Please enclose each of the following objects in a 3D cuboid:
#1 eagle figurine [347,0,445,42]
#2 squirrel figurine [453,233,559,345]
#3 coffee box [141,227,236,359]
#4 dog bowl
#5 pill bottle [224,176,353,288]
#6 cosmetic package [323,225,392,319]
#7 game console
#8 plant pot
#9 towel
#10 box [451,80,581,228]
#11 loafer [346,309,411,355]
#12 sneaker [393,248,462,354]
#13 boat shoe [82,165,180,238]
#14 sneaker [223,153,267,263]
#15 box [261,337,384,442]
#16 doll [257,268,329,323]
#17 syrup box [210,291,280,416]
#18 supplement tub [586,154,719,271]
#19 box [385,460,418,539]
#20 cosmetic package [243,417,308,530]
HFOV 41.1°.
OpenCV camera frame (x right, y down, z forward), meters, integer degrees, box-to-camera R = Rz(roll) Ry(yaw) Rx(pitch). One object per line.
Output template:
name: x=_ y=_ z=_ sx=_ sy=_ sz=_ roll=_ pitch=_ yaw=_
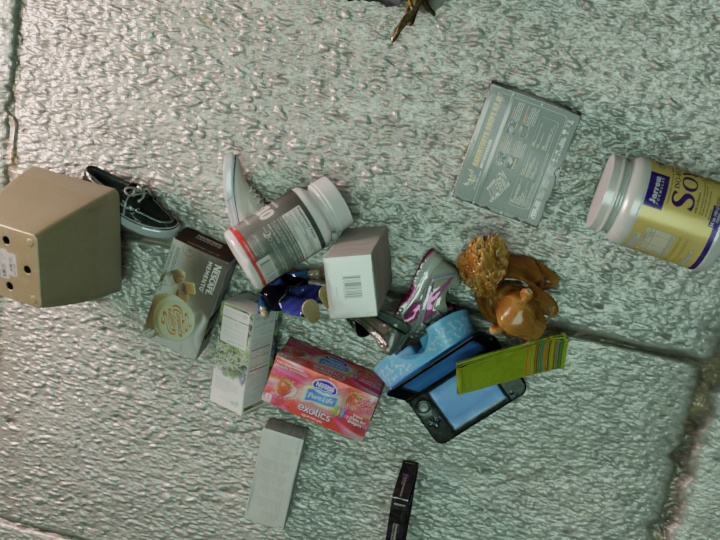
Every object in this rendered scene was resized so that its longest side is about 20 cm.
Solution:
eagle figurine: x=0.038 y=-0.484 z=1.518 sx=0.151 sy=0.152 sz=0.200 roll=-36 pitch=62 yaw=-21
squirrel figurine: x=0.233 y=0.037 z=1.583 sx=0.200 sy=0.187 sz=0.141 roll=44 pitch=108 yaw=-6
coffee box: x=-0.306 y=0.041 z=1.737 sx=0.113 sy=0.080 sz=0.202 roll=24 pitch=109 yaw=2
dog bowl: x=0.116 y=0.143 z=1.670 sx=0.199 sy=0.111 sz=0.050 roll=-36 pitch=72 yaw=18
pill bottle: x=-0.120 y=-0.068 z=1.625 sx=0.199 sy=0.114 sz=0.115 roll=-33 pitch=100 yaw=-10
cosmetic package: x=0.000 y=0.000 z=1.608 sx=0.084 sy=0.200 sz=0.109 roll=-4 pitch=103 yaw=9
game console: x=0.171 y=0.209 z=1.675 sx=0.199 sy=0.118 sz=0.171 roll=-34 pitch=99 yaw=13
plant pot: x=-0.551 y=-0.043 z=1.669 sx=0.198 sy=0.177 sz=0.202 roll=15 pitch=118 yaw=19
towel: x=0.259 y=0.163 z=1.639 sx=0.198 sy=0.018 sz=0.087 roll=-14 pitch=133 yaw=-6
box: x=0.256 y=-0.191 z=1.588 sx=0.157 sy=0.048 sz=0.202 roll=20 pitch=108 yaw=4
loafer: x=0.010 y=0.090 z=1.641 sx=0.071 sy=0.199 sz=0.063 roll=28 pitch=86 yaw=-32
sneaker: x=0.112 y=0.068 z=1.671 sx=0.088 sy=0.081 sz=0.201 roll=28 pitch=109 yaw=3
boat shoe: x=-0.407 y=-0.126 z=1.710 sx=0.198 sy=0.074 sz=0.069 roll=29 pitch=124 yaw=10
sneaker: x=-0.195 y=-0.110 z=1.686 sx=0.070 sy=0.073 sz=0.202 roll=-8 pitch=114 yaw=3
box: x=-0.064 y=0.213 z=1.735 sx=0.198 sy=0.103 sz=0.096 roll=23 pitch=108 yaw=4
doll: x=-0.118 y=0.037 z=1.667 sx=0.136 sy=0.199 sz=0.049 roll=-40 pitch=120 yaw=-23
syrup box: x=-0.210 y=0.152 z=1.742 sx=0.078 sy=0.081 sz=0.202 roll=19 pitch=111 yaw=29
supplement tub: x=0.476 y=-0.095 z=1.526 sx=0.198 sy=0.146 sz=0.147 roll=19 pitch=108 yaw=3
box: x=0.069 y=0.471 z=1.764 sx=0.036 sy=0.143 sz=0.202 roll=12 pitch=107 yaw=7
cosmetic package: x=-0.160 y=0.388 z=1.828 sx=0.082 sy=0.051 sz=0.202 roll=16 pitch=108 yaw=7
